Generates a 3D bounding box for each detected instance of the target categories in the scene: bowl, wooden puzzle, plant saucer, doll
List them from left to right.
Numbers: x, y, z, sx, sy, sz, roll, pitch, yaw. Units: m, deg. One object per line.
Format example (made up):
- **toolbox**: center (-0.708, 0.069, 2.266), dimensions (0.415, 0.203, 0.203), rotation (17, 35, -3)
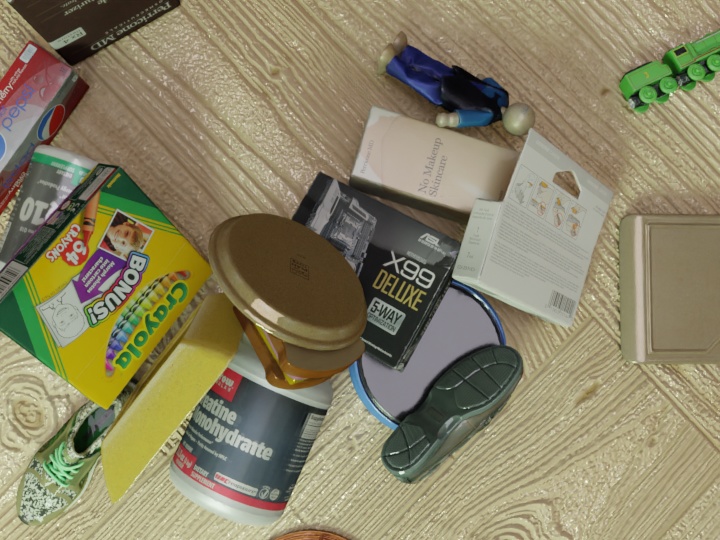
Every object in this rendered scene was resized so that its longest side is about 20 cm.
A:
- **plant saucer**: center (-0.196, 0.113, 0.790), dimensions (0.048, 0.200, 0.200), rotation (37, 101, -12)
- **bowl**: center (0.084, 0.103, 0.911), dimensions (0.198, 0.039, 0.203), rotation (0, 86, -4)
- **doll**: center (0.118, -0.215, 0.905), dimensions (0.199, 0.049, 0.137), rotation (28, 45, 6)
- **wooden puzzle**: center (0.425, 0.023, 0.942), dimensions (0.197, 0.037, 0.188), rotation (0, 86, 1)

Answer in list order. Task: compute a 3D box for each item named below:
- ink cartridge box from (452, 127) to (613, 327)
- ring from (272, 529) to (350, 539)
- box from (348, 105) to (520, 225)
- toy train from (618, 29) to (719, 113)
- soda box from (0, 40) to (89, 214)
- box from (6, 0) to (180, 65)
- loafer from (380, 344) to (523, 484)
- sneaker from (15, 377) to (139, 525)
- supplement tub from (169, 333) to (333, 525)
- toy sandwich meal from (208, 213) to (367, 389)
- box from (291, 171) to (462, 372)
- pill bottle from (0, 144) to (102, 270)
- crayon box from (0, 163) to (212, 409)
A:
- **ink cartridge box**: center (0.205, -0.044, 0.868), dimensions (0.199, 0.044, 0.178), rotation (23, 84, -42)
- **ring**: center (-0.061, 0.413, 0.891), dimensions (0.198, 0.019, 0.203), rotation (0, 87, -3)
- **box**: center (0.091, -0.119, 0.906), dimensions (0.198, 0.078, 0.096), rotation (16, 86, -2)
- **toy train**: center (0.423, -0.264, 0.957), dimensions (0.198, 0.042, 0.057), rotation (-26, 77, -5)
- **soda box**: center (-0.410, -0.163, 0.883), dimensions (0.063, 0.070, 0.201), rotation (33, 84, -1)
- **box**: center (-0.325, -0.368, 0.838), dimensions (0.165, 0.200, 0.165), rotation (-31, 89, -5)
- **loafer**: center (0.110, 0.167, 0.866), dimensions (0.199, 0.063, 0.072), rotation (-40, 47, -6)
- **sneaker**: center (-0.329, 0.205, 0.854), dimensions (0.077, 0.089, 0.201), rotation (37, 85, -1)
- **supplement tub**: center (-0.115, 0.166, 0.843), dimensions (0.139, 0.140, 0.202), rotation (24, 85, -1)
- **toy sandwich meal**: center (-0.076, 0.027, 0.774), dimensions (0.204, 0.205, 0.070), rotation (37, 120, -1)
- **box**: center (0.000, 0.000, 0.872), dimensions (0.199, 0.050, 0.159), rotation (29, 85, 18)
- **pill bottle**: center (-0.348, -0.030, 0.857), dimensions (0.112, 0.113, 0.202), rotation (18, 85, -2)
- **crayon box**: center (-0.280, 0.017, 0.813), dimensions (0.201, 0.058, 0.173), rotation (-55, 132, -21)
